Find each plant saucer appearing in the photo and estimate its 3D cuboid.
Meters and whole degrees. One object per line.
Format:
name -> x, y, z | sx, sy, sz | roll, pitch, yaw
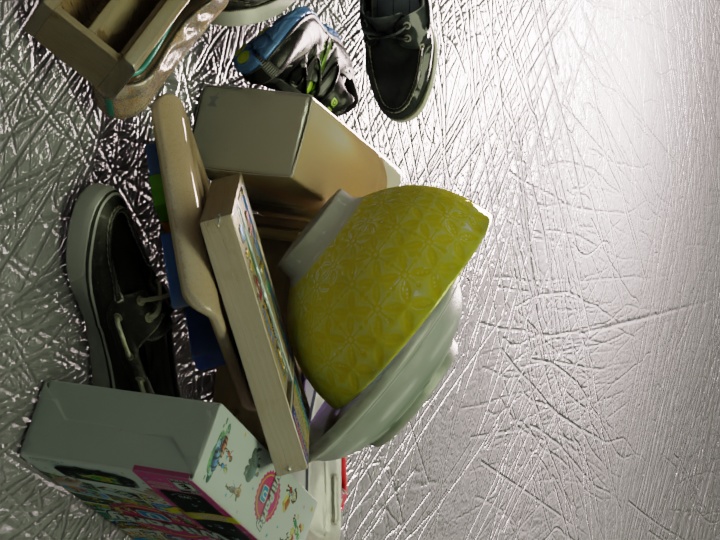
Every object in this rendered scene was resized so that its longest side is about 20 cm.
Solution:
plant saucer -> 0.027, 0.086, 1.605 | 0.200, 0.050, 0.200 | -51, -175, 7

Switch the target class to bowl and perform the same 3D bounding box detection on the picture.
bowl -> 0.000, 0.000, 1.572 | 0.200, 0.108, 0.200 | -51, -175, 7

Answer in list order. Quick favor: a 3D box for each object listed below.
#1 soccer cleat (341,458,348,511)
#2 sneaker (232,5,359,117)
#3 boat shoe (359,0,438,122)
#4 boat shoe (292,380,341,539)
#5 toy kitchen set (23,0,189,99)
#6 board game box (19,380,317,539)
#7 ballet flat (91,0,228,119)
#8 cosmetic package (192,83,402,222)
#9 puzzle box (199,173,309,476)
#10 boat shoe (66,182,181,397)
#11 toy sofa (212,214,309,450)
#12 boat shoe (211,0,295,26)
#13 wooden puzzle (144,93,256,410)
soccer cleat -> -0.050, 0.219, 1.784 | 0.068, 0.073, 0.200 | 24, 75, -64
sneaker -> -0.042, -0.164, 1.644 | 0.083, 0.071, 0.200 | 58, 14, 9
boat shoe -> 0.030, -0.237, 1.820 | 0.066, 0.074, 0.200 | 3, 94, -63
boat shoe -> -0.038, 0.142, 1.742 | 0.070, 0.071, 0.200 | 8, 72, -23
toy kitchen set -> -0.085, -0.217, 1.361 | 0.200, 0.163, 0.181 | -41, -165, 50
board game box -> -0.138, 0.155, 1.489 | 0.200, 0.147, 0.064 | 51, 50, -57
ballet flat -> -0.145, -0.187, 1.489 | 0.200, 0.068, 0.067 | -55, 164, -35
cosmetic package -> -0.052, -0.085, 1.656 | 0.200, 0.105, 0.071 | 32, 68, -61
puzzle box -> -0.076, 0.037, 1.480 | 0.133, 0.025, 0.200 | -91, 166, -74
boat shoe -> -0.167, 0.028, 1.486 | 0.071, 0.064, 0.200 | -48, 139, -50
toy sofa -> -0.074, 0.056, 1.675 | 0.098, 0.083, 0.200 | -2, 99, -64
boat shoe -> -0.065, -0.253, 1.619 | 0.200, 0.074, 0.060 | -35, 131, -49
wooden puzzle -> -0.123, -0.008, 1.509 | 0.200, 0.046, 0.186 | 68, 8, -62
